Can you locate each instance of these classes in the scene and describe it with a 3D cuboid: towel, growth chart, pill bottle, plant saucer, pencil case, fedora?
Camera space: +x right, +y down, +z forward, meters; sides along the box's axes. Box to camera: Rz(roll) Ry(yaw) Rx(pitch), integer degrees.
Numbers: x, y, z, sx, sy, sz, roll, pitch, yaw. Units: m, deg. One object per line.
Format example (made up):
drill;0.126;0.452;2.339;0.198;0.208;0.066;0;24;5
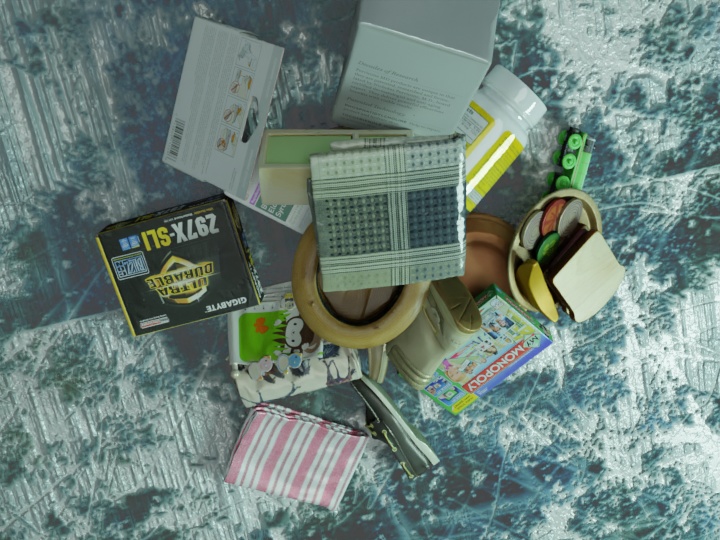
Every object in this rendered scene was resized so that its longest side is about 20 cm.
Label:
towel;0.034;-0.071;1.060;0.195;0.035;0.196;-6;119;-3
growth chart;-0.104;0.074;1.242;0.196;0.018;0.147;-16;68;0
pill bottle;0.159;-0.176;1.188;0.114;0.114;0.201;39;99;-14
plant saucer;0.166;0.018;1.264;0.195;0.038;0.205;-1;104;-5
pencil case;-0.099;0.139;1.267;0.196;0.078;0.091;-15;80;-1
fedora;0.000;0.000;1.148;0.196;0.082;0.206;0;97;-3
towel;-0.098;0.292;1.322;0.196;0.030;0.149;19;109;-16

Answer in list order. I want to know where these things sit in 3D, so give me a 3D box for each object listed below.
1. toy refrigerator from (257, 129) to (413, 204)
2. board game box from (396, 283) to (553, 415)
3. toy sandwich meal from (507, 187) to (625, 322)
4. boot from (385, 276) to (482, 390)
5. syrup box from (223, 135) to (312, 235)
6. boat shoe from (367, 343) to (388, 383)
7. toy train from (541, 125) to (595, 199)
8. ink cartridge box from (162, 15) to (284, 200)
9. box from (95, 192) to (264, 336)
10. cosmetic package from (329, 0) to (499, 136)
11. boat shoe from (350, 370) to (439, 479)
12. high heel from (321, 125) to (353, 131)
toy refrigerator;-0.029;-0.135;1.094;0.195;0.077;0.071;1;138;0
board game box;0.167;0.121;1.263;0.134;0.029;0.199;36;117;-26
toy sandwich meal;0.296;-0.016;1.226;0.202;0.070;0.210;-14;117;-29
boot;0.081;0.047;1.202;0.072;0.202;0.156;1;139;-35
syrup box;-0.087;-0.104;1.199;0.197;0.082;0.080;27;102;-14
boat shoe;0.014;0.066;1.265;0.063;0.072;0.205;0;102;2
toy train;0.300;-0.110;1.260;0.055;0.042;0.204;9;105;-19
ink cartridge box;-0.173;-0.214;1.127;0.172;0.043;0.204;25;106;32
box;-0.253;-0.007;1.211;0.196;0.049;0.163;-13;107;7
cosmetic package;0.068;-0.287;1.073;0.163;0.201;0.171;14;64;-6
boat shoe;0.043;0.240;1.312;0.060;0.072;0.202;-38;108;1
high heel;0.036;-0.208;1.190;0.199;0.068;0.096;-39;109;6
